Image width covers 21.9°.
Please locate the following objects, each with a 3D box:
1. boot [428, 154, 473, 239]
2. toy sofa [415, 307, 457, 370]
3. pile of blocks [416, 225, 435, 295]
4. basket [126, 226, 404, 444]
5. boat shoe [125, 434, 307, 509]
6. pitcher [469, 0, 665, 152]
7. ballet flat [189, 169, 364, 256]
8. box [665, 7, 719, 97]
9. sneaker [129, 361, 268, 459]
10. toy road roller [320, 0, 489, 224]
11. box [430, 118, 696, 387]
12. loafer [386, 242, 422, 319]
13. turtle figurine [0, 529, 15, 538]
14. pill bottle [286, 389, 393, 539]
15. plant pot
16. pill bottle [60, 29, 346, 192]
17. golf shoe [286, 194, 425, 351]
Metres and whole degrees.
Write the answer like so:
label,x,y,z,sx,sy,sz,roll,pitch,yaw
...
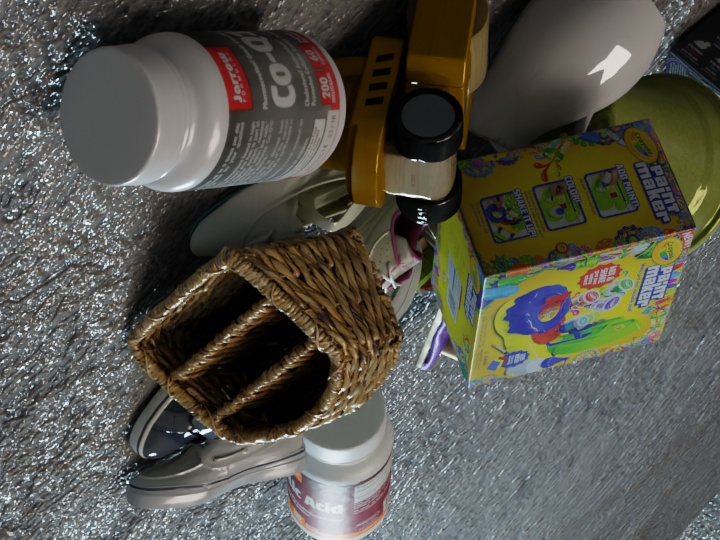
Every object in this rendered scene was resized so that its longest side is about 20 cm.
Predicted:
label,x,y,z,sx,sy,sz,roll,pitch,yaw
boot,0.116,-0.043,1.767,0.075,0.074,0.200,-39,148,9
toy sofa,0.123,0.042,1.920,0.200,0.082,0.098,107,5,-62
pile of blocks,0.065,-0.030,1.820,0.082,0.062,0.201,-32,151,-29
basket,-0.081,0.070,1.563,0.148,0.143,0.200,-11,163,-41
boat shoe,-0.143,0.179,1.815,0.199,0.073,0.067,-12,106,-38
pitcher,0.190,-0.174,1.715,0.200,0.121,0.172,-42,136,3
ballet flat,-0.054,-0.052,1.593,0.199,0.069,0.070,-28,150,-34
box,0.442,-0.238,2.052,0.200,0.106,0.122,-40,155,-15
sneaker,-0.124,0.114,1.718,0.200,0.079,0.078,-46,159,2
toy road roller,0.023,-0.147,1.545,0.123,0.145,0.201,87,15,-58
box,0.174,-0.014,1.655,0.191,0.123,0.200,-14,150,-9
loafer,-0.004,0.043,1.811,0.070,0.070,0.201,-25,149,-55
turtle figurine,-0.376,0.268,1.481,0.194,0.199,0.145,20,77,-59
pill bottle,-0.023,0.196,1.961,0.114,0.114,0.200,-35,153,-22
plant pot,0.248,-0.118,1.856,0.184,0.201,0.201,13,119,-49
pill bottle,-0.112,-0.116,1.344,0.200,0.114,0.114,-11,138,-53
golf shoe,0.000,0.000,1.669,0.075,0.091,0.201,32,82,-60
